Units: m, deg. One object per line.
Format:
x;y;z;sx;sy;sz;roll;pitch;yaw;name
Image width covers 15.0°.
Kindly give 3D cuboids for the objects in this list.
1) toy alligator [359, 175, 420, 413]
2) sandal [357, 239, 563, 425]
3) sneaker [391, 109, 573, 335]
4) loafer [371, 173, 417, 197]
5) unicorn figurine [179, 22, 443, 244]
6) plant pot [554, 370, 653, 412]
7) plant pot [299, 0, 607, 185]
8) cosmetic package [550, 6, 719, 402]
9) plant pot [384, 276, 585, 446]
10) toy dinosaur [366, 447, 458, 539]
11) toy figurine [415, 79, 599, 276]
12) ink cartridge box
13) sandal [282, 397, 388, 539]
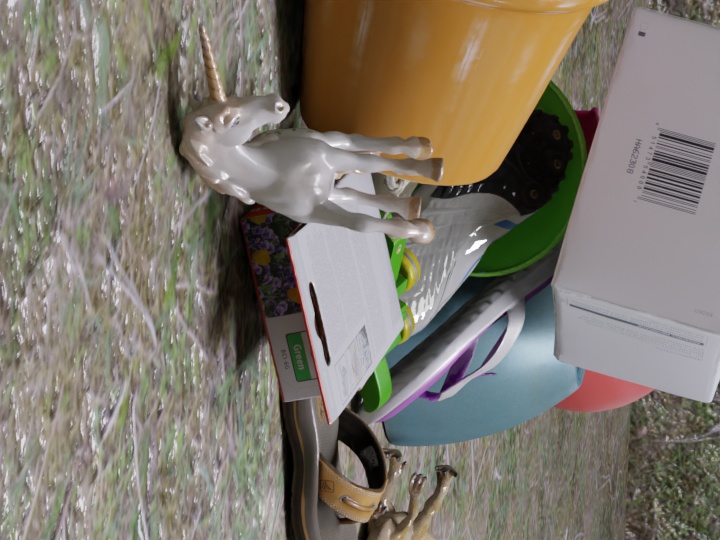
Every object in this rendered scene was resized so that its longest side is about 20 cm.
0.000;0.000;1.667;0.059;0.054;0.201;-42;147;-43;toy alligator
0.084;0.048;1.873;0.202;0.050;0.082;-41;-176;-18;sandal
0.058;-0.032;1.778;0.200;0.072;0.072;-45;-167;-16;sneaker
0.014;-0.082;1.734;0.070;0.075;0.200;-55;179;17;loafer
-0.028;-0.054;1.398;0.200;0.136;0.074;126;-28;-78;unicorn figurine
0.176;0.000;2.303;0.177;0.199;0.202;43;52;-63;plant pot
0.047;-0.158;1.569;0.200;0.199;0.184;-62;170;-64;plant pot
0.212;-0.039;1.831;0.200;0.122;0.200;76;30;-75;cosmetic package
0.099;0.034;2.007;0.200;0.134;0.202;4;90;-79;plant pot
0.028;0.183;1.957;0.200;0.058;0.102;-7;116;-71;toy dinosaur
0.104;-0.102;1.916;0.184;0.149;0.201;-12;82;-68;toy figurine
-0.026;0.010;1.520;0.200;0.050;0.110;-50;129;-70;ink cartridge box
-0.011;0.115;1.680;0.082;0.054;0.201;-71;161;-56;sandal
